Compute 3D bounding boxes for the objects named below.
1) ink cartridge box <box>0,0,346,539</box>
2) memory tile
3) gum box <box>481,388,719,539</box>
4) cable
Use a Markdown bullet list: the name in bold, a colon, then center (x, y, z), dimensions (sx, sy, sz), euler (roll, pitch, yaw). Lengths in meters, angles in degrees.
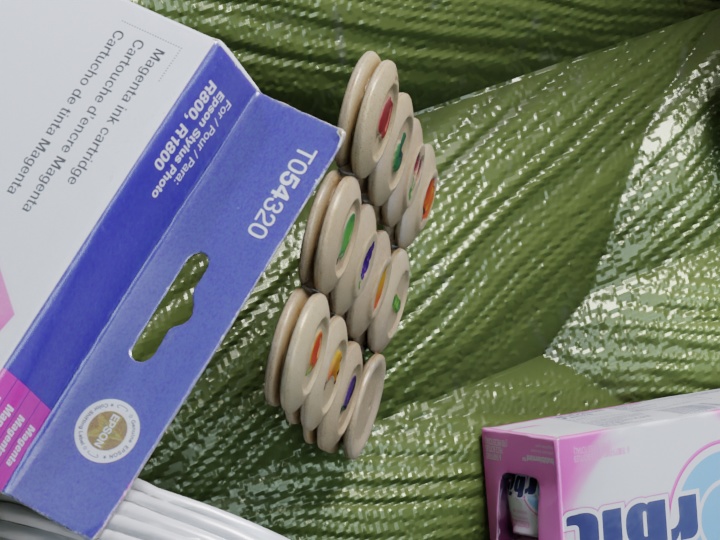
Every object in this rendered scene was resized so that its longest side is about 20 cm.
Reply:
- **ink cartridge box**: center (-0.139, -0.022, 1.090), dimensions (0.197, 0.199, 0.043), euler (-59, 156, -16)
- **memory tile**: center (0.000, 0.000, 1.188), dimensions (0.017, 0.200, 0.154), euler (15, 82, 11)
- **gum box**: center (0.152, 0.123, 1.341), dimensions (0.199, 0.066, 0.114), euler (-7, 95, -31)
- **cable**: center (-0.063, 0.140, 1.131), dimensions (0.200, 0.199, 0.070), euler (37, 72, -52)
